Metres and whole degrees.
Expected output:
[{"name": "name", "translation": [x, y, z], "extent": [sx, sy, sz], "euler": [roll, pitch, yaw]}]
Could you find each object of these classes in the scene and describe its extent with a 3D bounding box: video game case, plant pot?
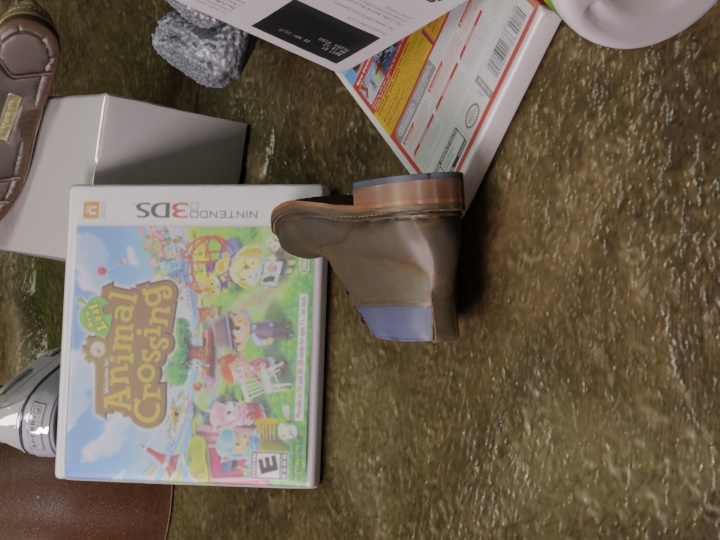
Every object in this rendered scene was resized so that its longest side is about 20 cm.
[{"name": "video game case", "translation": [-0.113, 0.042, 1.201], "extent": [0.181, 0.022, 0.201], "euler": [1, 84, 13]}, {"name": "video game case", "translation": [0.043, -0.146, 1.104], "extent": [0.200, 0.017, 0.143], "euler": [56, 130, 45]}, {"name": "plant pot", "translation": [-0.274, 0.163, 1.376], "extent": [0.187, 0.199, 0.188], "euler": [-16, 71, 55]}]

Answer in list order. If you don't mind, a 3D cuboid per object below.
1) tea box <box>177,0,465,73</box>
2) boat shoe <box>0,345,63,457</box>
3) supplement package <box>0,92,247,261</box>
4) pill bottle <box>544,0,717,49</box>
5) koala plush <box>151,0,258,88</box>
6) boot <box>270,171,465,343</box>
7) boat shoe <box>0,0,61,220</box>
[{"name": "tea box", "translation": [-0.043, -0.254, 1.054], "extent": [0.133, 0.199, 0.198], "euler": [-26, 57, 41]}, {"name": "boat shoe", "translation": [-0.211, 0.078, 1.306], "extent": [0.066, 0.200, 0.074], "euler": [7, 102, 15]}, {"name": "supplement package", "translation": [-0.189, -0.063, 1.354], "extent": [0.200, 0.119, 0.122], "euler": [8, 89, 57]}, {"name": "pill bottle", "translation": [0.105, -0.210, 0.931], "extent": [0.200, 0.111, 0.111], "euler": [56, 130, 45]}, {"name": "koala plush", "translation": [-0.148, -0.254, 1.214], "extent": [0.177, 0.199, 0.185], "euler": [92, -161, -76]}, {"name": "boot", "translation": [0.000, 0.000, 1.086], "extent": [0.200, 0.074, 0.098], "euler": [-12, 83, 64]}, {"name": "boat shoe", "translation": [-0.274, -0.108, 1.337], "extent": [0.200, 0.071, 0.076], "euler": [-58, 24, 20]}]
